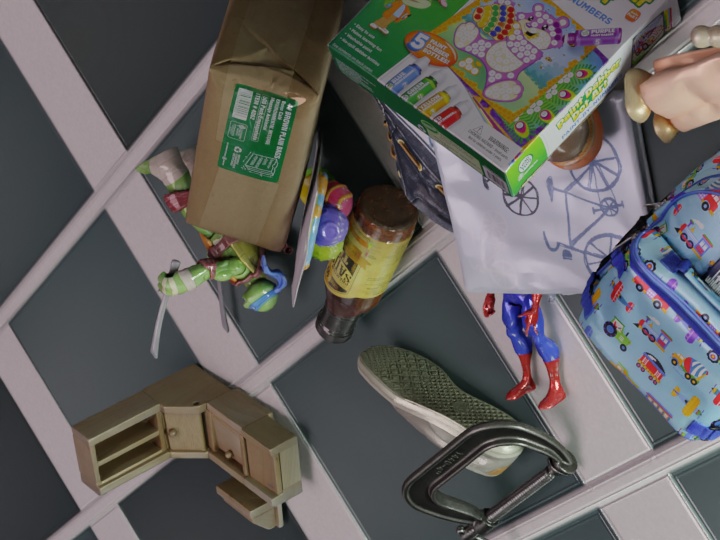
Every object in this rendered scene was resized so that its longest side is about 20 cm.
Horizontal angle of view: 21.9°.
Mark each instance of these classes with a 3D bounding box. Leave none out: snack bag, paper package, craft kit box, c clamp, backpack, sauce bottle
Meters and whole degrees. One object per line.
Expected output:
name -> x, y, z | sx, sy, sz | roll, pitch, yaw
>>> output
snack bag -> 0.156, -0.061, 1.581 | 0.199, 0.021, 0.189 | -1, 115, 32
paper package -> -0.087, -0.154, 1.714 | 0.103, 0.191, 0.200 | 13, 134, -3
craft kit box -> 0.111, -0.186, 1.454 | 0.200, 0.198, 0.049 | 38, 166, 29
c clamp -> 0.133, 0.204, 1.774 | 0.170, 0.027, 0.200 | 20, 138, -19
backpack -> 0.285, 0.008, 1.416 | 0.183, 0.134, 0.200 | 50, 140, 13
sauce bottle -> 0.000, 0.000, 1.823 | 0.066, 0.066, 0.200 | 46, 141, 20

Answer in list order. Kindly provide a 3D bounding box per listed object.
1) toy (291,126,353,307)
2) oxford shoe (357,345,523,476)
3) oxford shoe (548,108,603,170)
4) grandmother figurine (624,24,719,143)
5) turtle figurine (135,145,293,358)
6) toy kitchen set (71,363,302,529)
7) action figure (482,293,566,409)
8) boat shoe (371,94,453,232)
toy -> -0.034, -0.051, 1.762 | 0.200, 0.047, 0.116 | -99, 19, -68
oxford shoe -> 0.073, 0.139, 1.820 | 0.200, 0.075, 0.058 | 33, 133, 27
oxford shoe -> 0.130, -0.176, 1.502 | 0.071, 0.073, 0.200 | -37, 65, 24
grandmother figurine -> 0.286, -0.149, 1.356 | 0.200, 0.121, 0.061 | -16, 63, 44
turtle figurine -> -0.182, -0.022, 1.970 | 0.200, 0.144, 0.194 | -30, 85, 51
toy kitchen set -> -0.190, 0.246, 2.125 | 0.200, 0.180, 0.164 | 29, 135, 43
action figure -> 0.144, 0.029, 1.681 | 0.065, 0.052, 0.201 | 17, 124, 49
boat shoe -> 0.047, -0.125, 1.672 | 0.200, 0.071, 0.091 | 51, 139, 11
